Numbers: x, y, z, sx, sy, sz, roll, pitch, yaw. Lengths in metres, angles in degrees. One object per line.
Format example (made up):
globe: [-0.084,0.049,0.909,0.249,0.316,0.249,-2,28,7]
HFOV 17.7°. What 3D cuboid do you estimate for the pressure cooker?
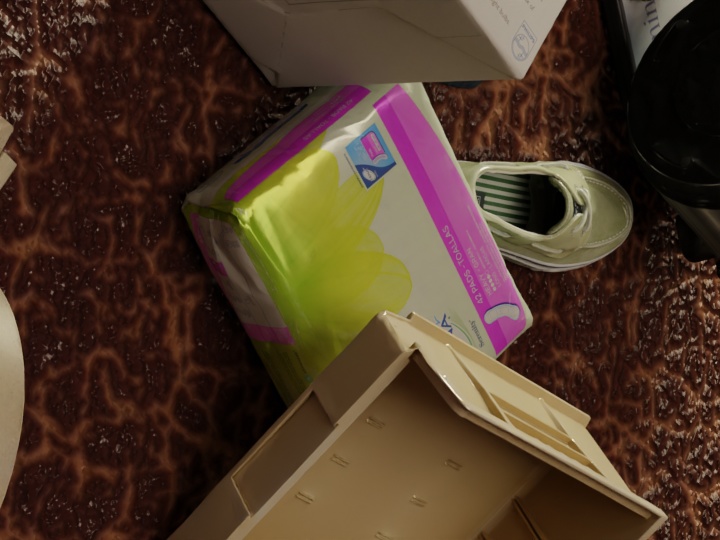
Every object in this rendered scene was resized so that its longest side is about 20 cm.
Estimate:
pressure cooker: [0.286,-0.076,1.524,0.200,0.175,0.179,40,76,-44]

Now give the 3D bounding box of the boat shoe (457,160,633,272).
boat shoe: [0.113,-0.035,1.463,0.199,0.062,0.073,1,90,-44]

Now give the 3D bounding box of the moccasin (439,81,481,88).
moccasin: [0.082,-0.207,1.419,0.068,0.080,0.201,27,89,-25]

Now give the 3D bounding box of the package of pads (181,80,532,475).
package of pads: [0.000,0.000,1.337,0.154,0.068,0.201,-41,120,-24]

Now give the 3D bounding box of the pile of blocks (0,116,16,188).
pile of blocks: [-0.245,-0.056,1.117,0.199,0.062,0.083,-23,108,-41]

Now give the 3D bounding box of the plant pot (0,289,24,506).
plant pot: [-0.281,0.052,0.996,0.199,0.187,0.189,24,75,-43]

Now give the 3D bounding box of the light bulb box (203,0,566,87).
light bulb box: [0.031,-0.216,1.284,0.125,0.197,0.201,50,58,-35]

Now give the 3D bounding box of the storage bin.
storage bin: [0.028,0.146,1.297,0.200,0.094,0.198,-47,132,14]

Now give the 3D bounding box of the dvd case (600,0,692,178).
dvd case: [0.245,-0.164,1.617,0.199,0.017,0.144,-27,111,-40]
